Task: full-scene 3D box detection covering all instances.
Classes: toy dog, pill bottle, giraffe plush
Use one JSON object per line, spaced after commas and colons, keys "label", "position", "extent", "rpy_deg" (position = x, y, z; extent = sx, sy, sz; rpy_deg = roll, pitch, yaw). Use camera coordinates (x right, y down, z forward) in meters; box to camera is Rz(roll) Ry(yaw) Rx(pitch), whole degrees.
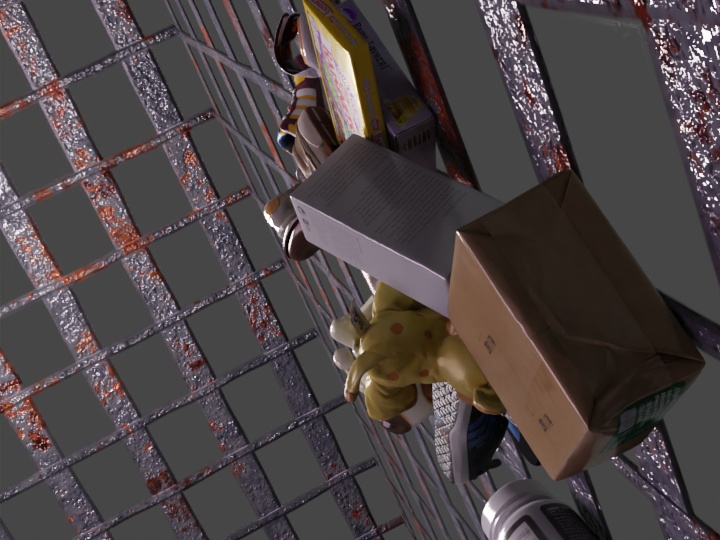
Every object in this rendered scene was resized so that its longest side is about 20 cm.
{"label": "toy dog", "position": [0.050, 0.134, 1.551], "extent": [0.194, 0.139, 0.200], "rpy_deg": [43, -161, -25]}
{"label": "pill bottle", "position": [0.228, 0.341, 1.309], "extent": [0.200, 0.114, 0.114], "rpy_deg": [51, 166, 55]}
{"label": "giraffe plush", "position": [0.089, 0.077, 1.109], "extent": [0.200, 0.161, 0.173], "rpy_deg": [28, -107, -72]}

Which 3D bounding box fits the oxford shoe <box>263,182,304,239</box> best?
{"label": "oxford shoe", "position": [-0.058, -0.094, 1.460], "extent": [0.058, 0.200, 0.075], "rpy_deg": [40, 123, 13]}

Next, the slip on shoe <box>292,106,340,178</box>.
{"label": "slip on shoe", "position": [-0.028, -0.103, 1.239], "extent": [0.061, 0.076, 0.200], "rpy_deg": [-58, 43, 29]}

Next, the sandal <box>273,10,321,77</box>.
{"label": "sandal", "position": [-0.073, -0.264, 1.291], "extent": [0.207, 0.059, 0.080], "rpy_deg": [-58, -37, -83]}

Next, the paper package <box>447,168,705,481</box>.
{"label": "paper package", "position": [0.158, 0.051, 0.883], "extent": [0.191, 0.103, 0.200], "rpy_deg": [58, 170, 20]}

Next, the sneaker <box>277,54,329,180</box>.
{"label": "sneaker", "position": [-0.075, -0.207, 1.483], "extent": [0.075, 0.090, 0.200], "rpy_deg": [76, 173, -54]}

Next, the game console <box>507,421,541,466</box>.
{"label": "game console", "position": [0.162, 0.117, 1.302], "extent": [0.200, 0.031, 0.177], "rpy_deg": [57, 170, 34]}

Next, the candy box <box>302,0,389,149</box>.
{"label": "candy box", "position": [-0.009, -0.176, 1.133], "extent": [0.102, 0.026, 0.200], "rpy_deg": [51, 165, 37]}

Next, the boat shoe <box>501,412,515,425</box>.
{"label": "boat shoe", "position": [0.149, 0.117, 1.181], "extent": [0.200, 0.062, 0.072], "rpy_deg": [51, 138, 40]}

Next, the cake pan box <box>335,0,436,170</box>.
{"label": "cake pan box", "position": [0.020, -0.166, 1.228], "extent": [0.185, 0.052, 0.200], "rpy_deg": [61, 171, 28]}

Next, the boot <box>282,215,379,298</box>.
{"label": "boot", "position": [0.000, 0.000, 1.325], "extent": [0.200, 0.064, 0.187], "rpy_deg": [57, 139, 18]}

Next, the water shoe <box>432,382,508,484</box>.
{"label": "water shoe", "position": [0.130, 0.163, 1.303], "extent": [0.072, 0.079, 0.201], "rpy_deg": [-122, 23, -44]}

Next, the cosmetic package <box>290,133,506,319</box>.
{"label": "cosmetic package", "position": [0.041, -0.044, 1.073], "extent": [0.200, 0.101, 0.071], "rpy_deg": [29, 154, 33]}
